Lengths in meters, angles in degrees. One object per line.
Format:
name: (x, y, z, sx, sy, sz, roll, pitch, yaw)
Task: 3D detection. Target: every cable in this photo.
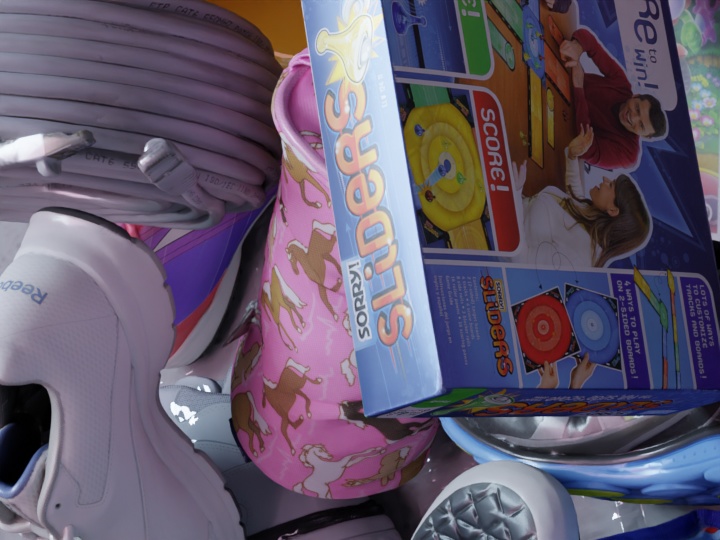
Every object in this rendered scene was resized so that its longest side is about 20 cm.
cable: (-0.126, -0.058, 0.913, 0.199, 0.200, 0.070, 3, 85, 18)

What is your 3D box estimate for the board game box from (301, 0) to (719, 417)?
board game box: (0.044, -0.057, 0.755, 0.034, 0.135, 0.201, -20, 73, 44)

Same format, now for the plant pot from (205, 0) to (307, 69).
plant pot: (-0.049, -0.185, 0.892, 0.200, 0.200, 0.184, 2, 78, 50)

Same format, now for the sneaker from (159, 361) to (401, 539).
sneaker: (-0.068, 0.113, 1.038, 0.200, 0.075, 0.115, -39, 64, 39)

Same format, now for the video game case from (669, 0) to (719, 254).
video game case: (0.082, -0.112, 0.876, 0.143, 0.018, 0.201, 8, 100, 50)

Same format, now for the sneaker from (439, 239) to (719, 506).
sneaker: (0.108, 0.035, 0.832, 0.199, 0.071, 0.083, -12, 72, 48)

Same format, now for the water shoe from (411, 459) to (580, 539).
water shoe: (0.057, 0.146, 0.878, 0.071, 0.079, 0.201, 35, 129, 41)

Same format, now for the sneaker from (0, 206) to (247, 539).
sneaker: (-0.102, 0.076, 0.923, 0.074, 0.087, 0.201, 7, 130, 33)

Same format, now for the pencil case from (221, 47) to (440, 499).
pencil case: (0.000, 0.000, 0.891, 0.200, 0.086, 0.083, 104, 170, -54)

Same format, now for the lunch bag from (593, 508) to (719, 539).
lunch bag: (0.094, 0.154, 0.742, 0.094, 0.200, 0.151, -10, 87, 39)

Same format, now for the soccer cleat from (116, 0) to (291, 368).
soccer cleat: (-0.074, -0.040, 1.026, 0.068, 0.073, 0.201, 50, 129, 35)
